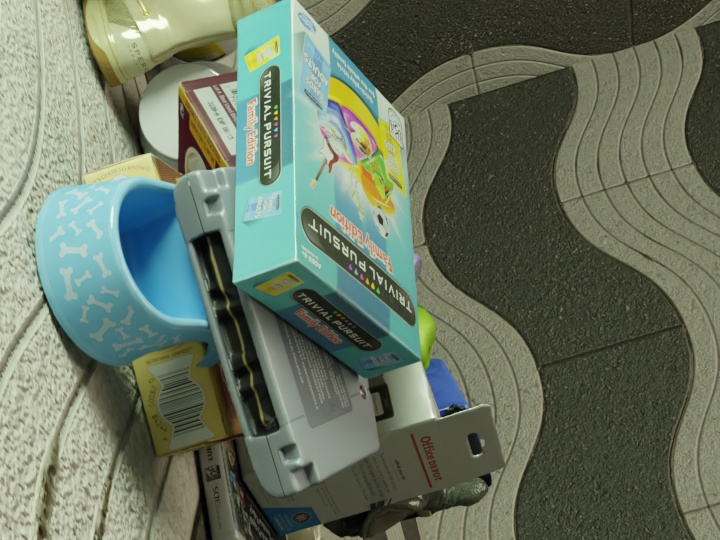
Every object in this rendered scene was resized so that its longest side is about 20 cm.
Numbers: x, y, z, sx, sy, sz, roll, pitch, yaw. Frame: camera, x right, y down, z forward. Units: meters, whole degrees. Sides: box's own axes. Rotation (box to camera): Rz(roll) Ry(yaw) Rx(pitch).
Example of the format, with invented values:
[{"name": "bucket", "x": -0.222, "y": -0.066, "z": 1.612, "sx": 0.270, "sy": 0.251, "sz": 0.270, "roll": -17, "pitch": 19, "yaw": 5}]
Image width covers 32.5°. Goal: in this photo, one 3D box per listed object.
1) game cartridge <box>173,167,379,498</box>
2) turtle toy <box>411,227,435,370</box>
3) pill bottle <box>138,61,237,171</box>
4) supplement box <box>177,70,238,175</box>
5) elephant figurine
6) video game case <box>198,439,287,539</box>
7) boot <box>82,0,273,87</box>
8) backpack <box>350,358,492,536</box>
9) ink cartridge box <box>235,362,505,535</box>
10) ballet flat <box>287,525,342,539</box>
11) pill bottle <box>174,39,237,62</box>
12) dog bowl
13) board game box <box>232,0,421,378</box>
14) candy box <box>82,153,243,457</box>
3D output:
[{"name": "game cartridge", "x": -0.048, "y": 0.033, "z": 0.783, "sx": 0.133, "sy": 0.040, "sz": 0.201, "roll": -10, "pitch": 82, "yaw": -62}, {"name": "turtle toy", "x": 0.000, "y": 0.000, "z": 1.039, "sx": 0.146, "sy": 0.101, "sz": 0.201, "roll": 157, "pitch": -81, "yaw": -68}, {"name": "pill bottle", "x": -0.132, "y": -0.121, "z": 1.093, "sx": 0.200, "sy": 0.112, "sz": 0.112, "roll": 46, "pitch": 27, "yaw": -84}, {"name": "supplement box", "x": -0.088, "y": -0.045, "z": 0.973, "sx": 0.110, "sy": 0.085, "sz": 0.200, "roll": 58, "pitch": -28, "yaw": 38}, {"name": "elephant figurine", "x": 0.020, "y": 0.207, "z": 1.231, "sx": 0.155, "sy": 0.199, "sz": 0.142, "roll": -79, "pitch": 153, "yaw": -83}, {"name": "video game case", "x": -0.097, "y": 0.173, "z": 1.014, "sx": 0.200, "sy": 0.023, "sz": 0.182, "roll": 70, "pitch": 4, "yaw": -56}, {"name": "boot", "x": -0.152, "y": -0.251, "z": 1.019, "sx": 0.073, "sy": 0.155, "sz": 0.200, "roll": 69, "pitch": 6, "yaw": -53}, {"name": "backpack", "x": 0.026, "y": 0.201, "z": 1.403, "sx": 0.168, "sy": 0.200, "sz": 0.163, "roll": -119, "pitch": -173, "yaw": -57}, {"name": "ink cartridge box", "x": 0.009, "y": 0.137, "z": 1.003, "sx": 0.116, "sy": 0.199, "sz": 0.068, "roll": 70, "pitch": 4, "yaw": -53}, {"name": "ballet flat", "x": -0.031, "y": 0.289, "z": 1.143, "sx": 0.069, "sy": 0.069, "sz": 0.201, "roll": -35, "pitch": 108, "yaw": -86}, {"name": "pill bottle", "x": -0.171, "y": -0.269, "z": 1.184, "sx": 0.200, "sy": 0.111, "sz": 0.112, "roll": 16, "pitch": 58, "yaw": -87}, {"name": "dog bowl", "x": -0.115, "y": -0.001, "z": 0.765, "sx": 0.200, "sy": 0.049, "sz": 0.112, "roll": 10, "pitch": 64, "yaw": -63}, {"name": "board game box", "x": -0.020, "y": -0.052, "z": 0.802, "sx": 0.151, "sy": 0.047, "sz": 0.200, "roll": 40, "pitch": 39, "yaw": -49}, {"name": "candy box", "x": -0.131, "y": 0.027, "z": 0.877, "sx": 0.117, "sy": 0.056, "sz": 0.201, "roll": 38, "pitch": 35, "yaw": -83}]
